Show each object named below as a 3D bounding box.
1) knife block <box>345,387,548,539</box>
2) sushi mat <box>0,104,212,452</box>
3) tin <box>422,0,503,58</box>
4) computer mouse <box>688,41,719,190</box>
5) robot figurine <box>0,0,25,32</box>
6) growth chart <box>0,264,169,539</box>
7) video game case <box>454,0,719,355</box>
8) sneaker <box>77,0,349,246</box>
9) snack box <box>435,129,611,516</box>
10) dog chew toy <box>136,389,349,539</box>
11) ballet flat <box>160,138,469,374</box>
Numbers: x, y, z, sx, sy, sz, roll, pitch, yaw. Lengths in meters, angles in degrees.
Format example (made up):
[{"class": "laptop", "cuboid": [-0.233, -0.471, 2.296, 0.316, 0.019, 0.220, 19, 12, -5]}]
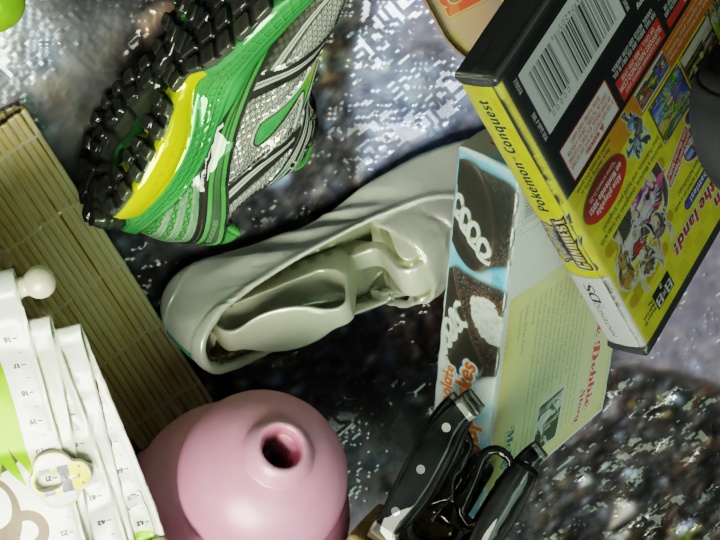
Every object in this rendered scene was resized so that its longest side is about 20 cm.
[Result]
[{"class": "knife block", "cuboid": [0.011, 0.155, 0.827, 0.064, 0.201, 0.176, 30, 143, 9]}, {"class": "sushi mat", "cuboid": [-0.154, 0.019, 0.885, 0.095, 0.012, 0.201, -29, 126, -1]}, {"class": "tin", "cuboid": [0.057, -0.177, 0.818, 0.111, 0.042, 0.201, -33, 127, -1]}, {"class": "computer mouse", "cuboid": [0.200, -0.061, 0.863, 0.046, 0.200, 0.142, -1, 118, 34]}, {"class": "robot figurine", "cuboid": [-0.127, -0.178, 0.705, 0.198, 0.116, 0.176, 20, 114, -28]}, {"class": "growth chart", "cuboid": [-0.156, 0.092, 0.781, 0.143, 0.018, 0.202, -23, 113, 1]}, {"class": "video game case", "cuboid": [0.134, -0.095, 0.832, 0.201, 0.025, 0.181, -56, 133, -24]}, {"class": "sneaker", "cuboid": [-0.047, -0.094, 0.819, 0.085, 0.078, 0.200, 15, 127, -36]}, {"class": "snack box", "cuboid": [0.086, 0.011, 0.900, 0.116, 0.037, 0.202, -33, 138, -42]}, {"class": "dog chew toy", "cuboid": [-0.060, 0.120, 0.880, 0.123, 0.126, 0.200, -1, 155, -18]}, {"class": "ballet flat", "cuboid": [0.000, 0.000, 0.894, 0.198, 0.070, 0.070, -23, 126, -4]}]
